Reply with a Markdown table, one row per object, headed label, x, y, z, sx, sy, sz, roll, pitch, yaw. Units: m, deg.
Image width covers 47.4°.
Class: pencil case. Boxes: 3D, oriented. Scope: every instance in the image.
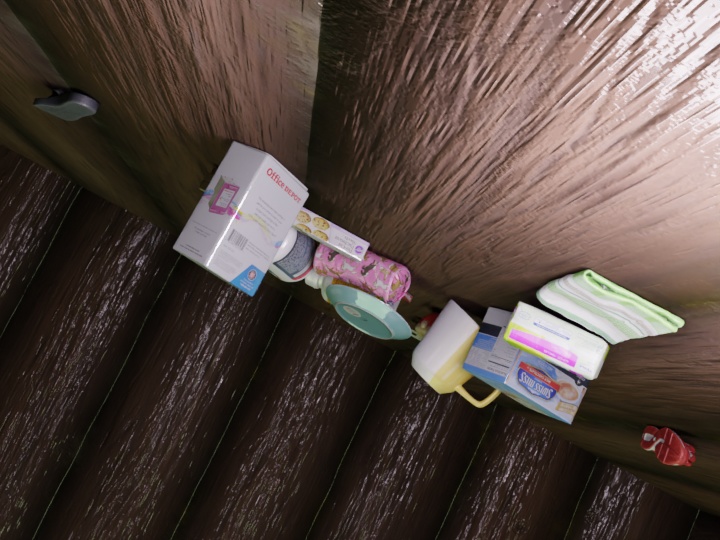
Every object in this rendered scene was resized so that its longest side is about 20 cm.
| label | x | y | z | sx | sy | sz | roll | pitch | yaw |
| --- | --- | --- | --- | --- | --- | --- | --- | --- | --- |
| pencil case | 0.000 | 0.000 | 1.625 | 0.198 | 0.088 | 0.082 | 24 | -171 | 27 |

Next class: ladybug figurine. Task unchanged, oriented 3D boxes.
| label | x | y | z | sx | sy | sz | roll | pitch | yaw |
| --- | --- | --- | --- | --- | --- | --- | --- | --- | --- |
| ladybug figurine | 0.208 | 0.154 | 1.929 | 0.135 | 0.073 | 0.199 | 19 | 169 | 45 |

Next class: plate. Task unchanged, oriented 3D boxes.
| label | x | y | z | sx | sy | sz | roll | pitch | yaw |
| --- | --- | --- | --- | --- | --- | --- | --- | --- | --- |
| plate | 0.011 | 0.094 | 1.664 | 0.198 | 0.026 | 0.201 | 26 | 160 | 10 |

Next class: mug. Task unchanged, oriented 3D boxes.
| label | x | y | z | sx | sy | sz | roll | pitch | yaw |
| --- | --- | --- | --- | --- | --- | --- | --- | --- | --- |
| mug | 0.191 | 0.173 | 1.642 | 0.149 | 0.153 | 0.187 | 44 | -178 | -35 |

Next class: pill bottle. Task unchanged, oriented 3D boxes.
| label | x | y | z | sx | sy | sz | roll | pitch | yaw |
| --- | --- | --- | --- | --- | --- | --- | --- | --- | --- |
| pill bottle | -0.170 | -0.062 | 1.658 | 0.118 | 0.121 | 0.200 | 23 | 170 | 24 |
| pill bottle | -0.014 | 0.032 | 1.753 | 0.198 | 0.114 | 0.113 | 25 | 171 | 12 |

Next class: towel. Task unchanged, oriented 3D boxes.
| label | x | y | z | sx | sy | sz | roll | pitch | yaw |
| --- | --- | --- | --- | --- | --- | --- | --- | --- | --- |
| towel | 0.328 | 0.054 | 1.110 | 0.148 | 0.031 | 0.200 | 27 | 171 | 0 |

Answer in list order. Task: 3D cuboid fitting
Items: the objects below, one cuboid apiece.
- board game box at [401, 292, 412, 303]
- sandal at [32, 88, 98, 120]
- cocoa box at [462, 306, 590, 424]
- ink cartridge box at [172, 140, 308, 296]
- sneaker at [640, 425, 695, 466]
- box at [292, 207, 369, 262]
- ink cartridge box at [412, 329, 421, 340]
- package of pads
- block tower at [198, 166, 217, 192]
| label | x | y | z | sx | sy | sz | roll | pitch | yaw |
| --- | --- | --- | --- | --- | --- | --- | --- | --- | --- |
| board game box | 0.018 | 0.019 | 1.897 | 0.198 | 0.020 | 0.103 | 22 | 171 | 31 |
| sandal | -0.571 | -0.329 | 1.605 | 0.198 | 0.044 | 0.076 | 6 | 167 | 41 |
| cocoa box | 0.317 | 0.178 | 1.533 | 0.199 | 0.133 | 0.133 | 32 | 170 | -30 |
| ink cartridge box | -0.187 | -0.083 | 1.322 | 0.084 | 0.202 | 0.144 | 25 | 172 | 31 |
| sneaker | 0.738 | 0.412 | 1.891 | 0.114 | 0.079 | 0.200 | 19 | -176 | -3 |
| box | -0.078 | -0.079 | 1.544 | 0.198 | 0.042 | 0.039 | 29 | 172 | -6 |
| ink cartridge box | 0.221 | 0.193 | 2.233 | 0.198 | 0.051 | 0.161 | 31 | 172 | 1 |
| package of pads | 0.310 | 0.113 | 1.298 | 0.153 | 0.069 | 0.200 | 25 | -179 | 20 |
| block tower | -0.245 | -0.140 | 1.644 | 0.057 | 0.055 | 0.200 | 24 | 171 | 23 |
